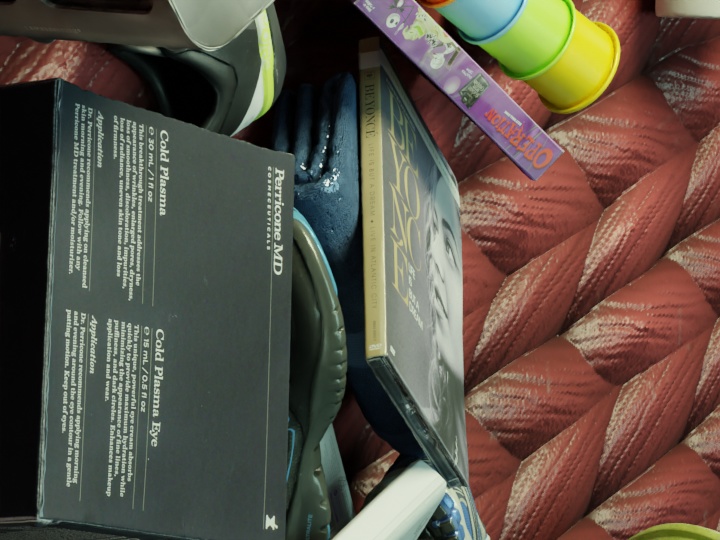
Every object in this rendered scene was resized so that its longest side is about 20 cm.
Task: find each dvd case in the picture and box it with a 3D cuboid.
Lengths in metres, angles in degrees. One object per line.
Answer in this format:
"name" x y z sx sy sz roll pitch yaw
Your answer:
"dvd case" 0.030 -0.004 1.566 0.149 0.016 0.201 58 25 -53

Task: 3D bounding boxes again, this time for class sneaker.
"sneaker" -0.092 -0.141 1.438 0.083 0.072 0.200 -47 130 -37
"sneaker" 0.047 0.177 1.662 0.085 0.077 0.200 -70 161 -49
"sneaker" -0.055 0.064 1.481 0.082 0.073 0.201 -3 112 -16

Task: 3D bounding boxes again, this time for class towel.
"towel" 0.000 0.000 1.579 0.112 0.048 0.200 -84 158 -50

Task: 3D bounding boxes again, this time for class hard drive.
"hard drive" -0.036 0.192 1.512 0.200 0.027 0.132 -40 164 -49

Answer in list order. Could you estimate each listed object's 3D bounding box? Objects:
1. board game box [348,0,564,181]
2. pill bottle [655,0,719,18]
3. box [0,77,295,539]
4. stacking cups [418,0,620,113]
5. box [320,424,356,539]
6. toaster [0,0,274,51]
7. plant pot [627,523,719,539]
"board game box" 0.024 -0.131 1.566 0.032 0.120 0.200 -49 138 0
"pill bottle" 0.238 -0.259 1.847 0.116 0.116 0.201 -4 98 -54
"box" -0.125 0.030 1.362 0.182 0.104 0.201 16 72 -53
"stacking cups" 0.066 -0.159 1.625 0.200 0.060 0.061 34 66 -41
"box" -0.048 0.056 1.550 0.041 0.039 0.201 -43 127 -45
"toaster" -0.131 -0.194 1.281 0.119 0.180 0.200 -54 135 -34
"plant pot" 0.155 0.278 1.758 0.184 0.200 0.201 -21 112 -39
